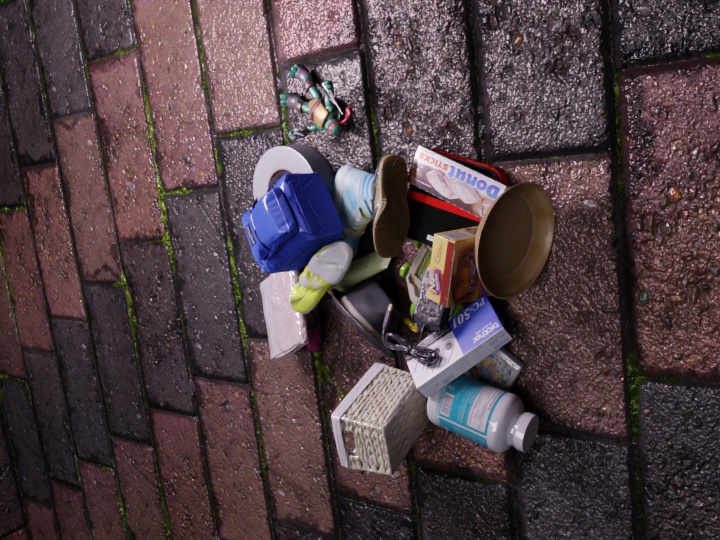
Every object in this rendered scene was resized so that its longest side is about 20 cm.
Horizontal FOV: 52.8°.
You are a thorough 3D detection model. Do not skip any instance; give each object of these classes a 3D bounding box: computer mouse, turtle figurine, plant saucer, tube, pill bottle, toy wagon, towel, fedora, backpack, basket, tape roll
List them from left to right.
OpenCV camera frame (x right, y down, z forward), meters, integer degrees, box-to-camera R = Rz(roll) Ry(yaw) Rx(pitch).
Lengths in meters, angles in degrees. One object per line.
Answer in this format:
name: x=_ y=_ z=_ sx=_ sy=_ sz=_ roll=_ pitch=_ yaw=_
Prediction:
backpack: x=-0.160 y=-0.092 z=1.494 sx=0.199 sy=0.166 sz=0.165 roll=-37 pitch=67 yaw=46
towel: x=-0.176 y=0.089 z=1.662 sx=0.191 sy=0.032 sz=0.204 roll=-35 pitch=61 yaw=55
tape roll: x=-0.148 y=-0.176 z=1.612 sx=0.197 sy=0.066 sz=0.205 roll=11 pitch=109 yaw=35
turtle figurine: x=-0.093 y=-0.332 z=1.505 sx=0.151 sy=0.100 sz=0.201 roll=-52 pitch=53 yaw=20
tube: x=0.000 y=0.000 z=1.543 sx=0.198 sy=0.051 sz=0.059 roll=-27 pitch=70 yaw=42
fedora: x=0.029 y=0.081 z=1.493 sx=0.092 sy=0.200 sz=0.201 roll=-47 pitch=69 yaw=4
basket: x=0.047 y=0.303 z=1.490 sx=0.121 sy=0.200 sz=0.138 roll=5 pitch=120 yaw=30
computer mouse: x=0.117 y=0.071 z=1.386 sx=0.139 sy=0.046 sz=0.204 roll=13 pitch=88 yaw=36
toy wagon: x=0.146 y=0.029 z=1.429 sx=0.155 sy=0.039 sz=0.203 roll=39 pitch=117 yaw=31
pill bottle: x=0.231 y=0.270 z=1.366 sx=0.198 sy=0.110 sz=0.113 roll=19 pitch=113 yaw=34
plant saucer: x=0.257 y=-0.053 z=1.241 sx=0.035 sy=0.197 sz=0.204 roll=23 pitch=116 yaw=48

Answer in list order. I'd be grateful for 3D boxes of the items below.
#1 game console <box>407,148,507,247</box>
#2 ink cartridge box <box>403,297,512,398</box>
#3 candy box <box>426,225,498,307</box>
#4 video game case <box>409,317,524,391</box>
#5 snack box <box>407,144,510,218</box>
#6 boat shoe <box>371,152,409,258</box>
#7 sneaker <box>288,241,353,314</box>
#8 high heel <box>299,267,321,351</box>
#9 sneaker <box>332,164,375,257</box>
game console: x=0.172 y=-0.126 z=1.374 sx=0.198 sy=0.031 sz=0.180 roll=23 pitch=107 yaw=33
ink cartridge box: x=0.180 y=0.143 z=1.368 sx=0.199 sy=0.044 sz=0.095 roll=-37 pitch=40 yaw=13
candy box: x=0.207 y=-0.015 z=1.279 sx=0.056 sy=0.198 sz=0.119 roll=24 pitch=117 yaw=43
video game case: x=0.207 y=0.196 z=1.452 sx=0.199 sy=0.023 sz=0.184 roll=39 pitch=123 yaw=24
snack box: x=0.177 y=-0.160 z=1.334 sx=0.198 sy=0.024 sz=0.073 roll=31 pitch=110 yaw=30
boat shoe: x=0.058 y=-0.127 z=1.409 sx=0.065 sy=0.072 sz=0.204 roll=-114 pitch=29 yaw=-68
sneaker: x=-0.076 y=-0.001 z=1.508 sx=0.076 sy=0.105 sz=0.200 roll=42 pitch=120 yaw=-6
high heel: x=-0.113 y=0.080 z=1.647 sx=0.096 sy=0.067 sz=0.204 roll=-22 pitch=84 yaw=51
sneaker: x=0.005 y=-0.108 z=1.498 sx=0.129 sy=0.079 sz=0.204 roll=16 pitch=112 yaw=36
